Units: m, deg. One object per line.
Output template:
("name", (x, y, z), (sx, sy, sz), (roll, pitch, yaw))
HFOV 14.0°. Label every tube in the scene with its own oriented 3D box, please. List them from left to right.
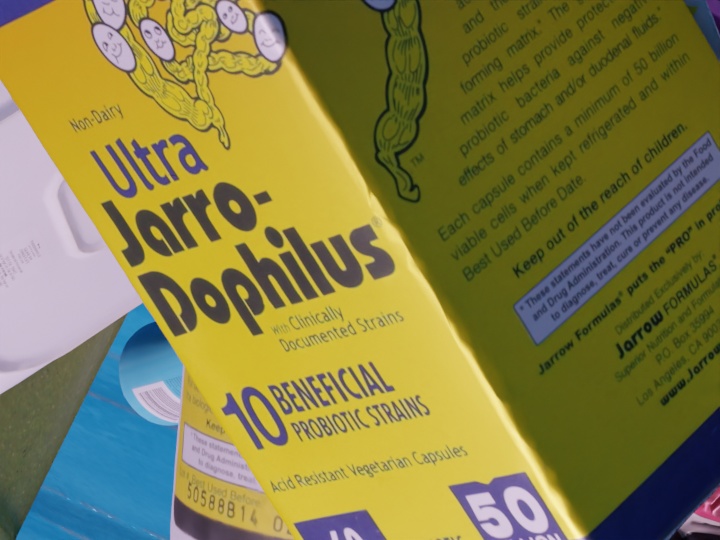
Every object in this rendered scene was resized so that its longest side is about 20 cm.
("tube", (-0.049, 0.037, 1.324), (0.077, 0.051, 0.200), (7, 170, -27))

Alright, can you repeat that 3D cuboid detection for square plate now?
("square plate", (-0.083, -0.039, 0.998), (0.028, 0.198, 0.200), (51, 168, 26))

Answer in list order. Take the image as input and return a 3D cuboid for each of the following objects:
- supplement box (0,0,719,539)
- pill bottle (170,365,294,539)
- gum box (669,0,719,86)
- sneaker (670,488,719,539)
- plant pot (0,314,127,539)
("supplement box", (0.008, -0.032, 0.696), (0.109, 0.109, 0.201), (-17, 109, 54))
("pill bottle", (0.000, 0.000, 0.940), (0.111, 0.201, 0.111), (4, -169, -1))
("gum box", (0.056, -0.092, 0.743), (0.113, 0.066, 0.201), (1, 123, 47))
("sneaker", (0.146, 0.067, 0.929), (0.199, 0.075, 0.081), (19, 127, -12))
("plant pot", (-0.192, 0.032, 1.277), (0.200, 0.185, 0.201), (30, 160, 12))
